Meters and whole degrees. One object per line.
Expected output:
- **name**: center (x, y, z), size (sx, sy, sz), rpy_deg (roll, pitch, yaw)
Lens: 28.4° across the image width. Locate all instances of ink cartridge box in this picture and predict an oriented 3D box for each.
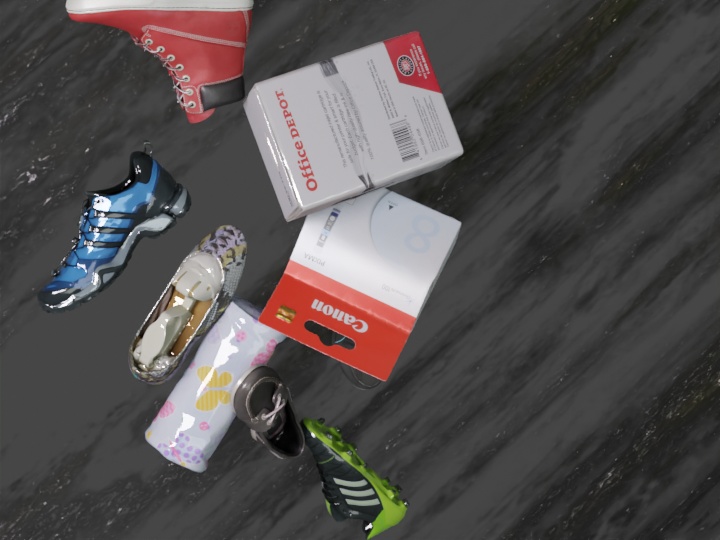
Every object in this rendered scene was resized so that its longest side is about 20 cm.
- **ink cartridge box**: center (0.000, 0.000, 1.560), size (0.159, 0.047, 0.201), rpy_deg (24, 61, 7)
- **ink cartridge box**: center (-0.010, -0.155, 1.547), size (0.198, 0.084, 0.146), rpy_deg (-20, 88, -18)

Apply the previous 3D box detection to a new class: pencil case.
- **pencil case**: center (-0.162, 0.127, 1.604), size (0.083, 0.091, 0.201), rpy_deg (31, 92, -4)

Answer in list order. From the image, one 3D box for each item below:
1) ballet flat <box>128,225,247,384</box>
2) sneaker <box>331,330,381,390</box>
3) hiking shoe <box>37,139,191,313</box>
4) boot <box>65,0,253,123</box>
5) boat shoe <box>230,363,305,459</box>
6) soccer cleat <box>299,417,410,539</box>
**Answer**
- **ballet flat**: center (-0.191, 0.039, 1.561), size (0.072, 0.072, 0.201), rpy_deg (30, 95, -29)
- **sneaker**: center (0.013, 0.051, 1.661), size (0.075, 0.079, 0.202), rpy_deg (-6, 111, -23)
- **hiking shoe**: center (-0.276, -0.041, 1.508), size (0.200, 0.074, 0.087), rpy_deg (-45, 112, -16)
- **boot**: center (-0.207, -0.223, 1.472), size (0.198, 0.072, 0.146), rpy_deg (-3, 110, -28)
- **boat shoe**: center (-0.097, 0.161, 1.598), size (0.067, 0.057, 0.200), rpy_deg (-52, 161, -16)
- **soccer cleat**: center (-0.021, 0.255, 1.725), size (0.081, 0.068, 0.200), rpy_deg (-39, 120, 5)
